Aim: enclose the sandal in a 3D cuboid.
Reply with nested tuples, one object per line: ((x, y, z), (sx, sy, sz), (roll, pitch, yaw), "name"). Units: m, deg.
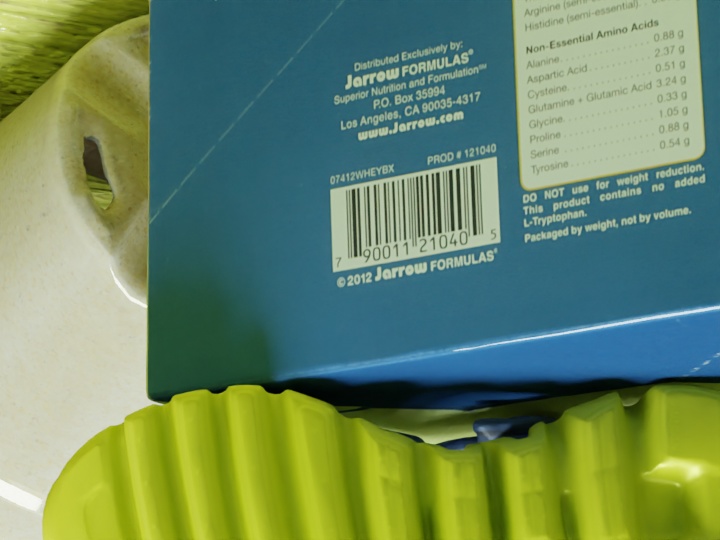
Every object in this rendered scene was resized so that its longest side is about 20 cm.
((0.013, 0.074, 0.671), (0.199, 0.080, 0.087), (2, 168, -6), "sandal")

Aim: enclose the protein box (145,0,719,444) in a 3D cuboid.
((0.055, -0.062, 0.698), (0.198, 0.201, 0.135), (-10, 162, 30), "protein box")

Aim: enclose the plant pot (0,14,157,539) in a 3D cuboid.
((-0.092, -0.002, 0.978), (0.199, 0.202, 0.183), (7, 152, -28), "plant pot")
